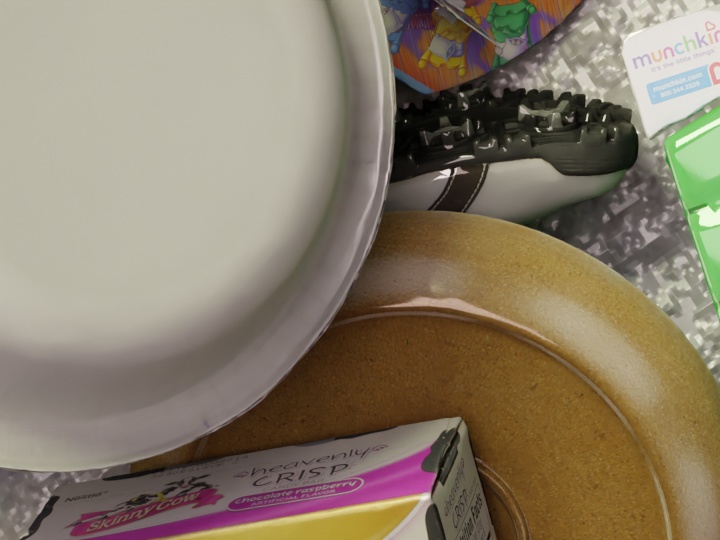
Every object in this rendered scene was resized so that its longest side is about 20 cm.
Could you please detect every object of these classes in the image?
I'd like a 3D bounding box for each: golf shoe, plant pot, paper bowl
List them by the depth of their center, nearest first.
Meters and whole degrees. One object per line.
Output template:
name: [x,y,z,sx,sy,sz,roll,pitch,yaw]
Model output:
paper bowl: [-0.084,-0.045,0.786,0.200,0.104,0.202,-1,92,-22]
plant pot: [0.022,0.081,0.887,0.199,0.027,0.201,3,110,9]
golf shoe: [0.000,0.000,0.920,0.199,0.078,0.095,-15,102,14]

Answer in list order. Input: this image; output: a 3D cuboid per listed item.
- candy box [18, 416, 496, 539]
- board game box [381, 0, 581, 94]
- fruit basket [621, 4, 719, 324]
candy box: [-0.012,0.155,0.872,0.136,0.061,0.201,-11,107,15]
board game box: [0.015,-0.150,0.873,0.200,0.039,0.158,30,92,-25]
fruit basket: [0.199,-0.015,0.865,0.199,0.094,0.186,-18,83,0]
